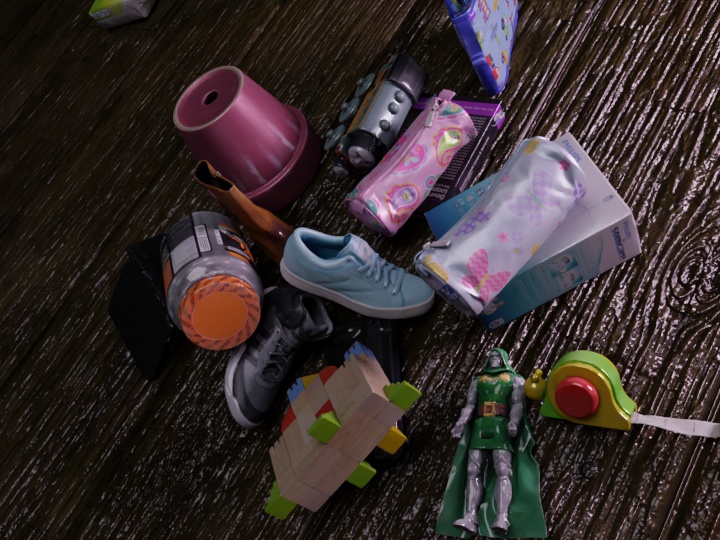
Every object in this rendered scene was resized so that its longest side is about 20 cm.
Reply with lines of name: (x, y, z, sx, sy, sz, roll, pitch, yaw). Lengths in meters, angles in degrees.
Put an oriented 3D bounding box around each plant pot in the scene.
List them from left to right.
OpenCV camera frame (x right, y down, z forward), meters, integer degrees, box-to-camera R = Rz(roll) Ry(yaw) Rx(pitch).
plant pot: (-0.188, -0.210, 1.089, 0.200, 0.179, 0.200, -15, 54, 22)

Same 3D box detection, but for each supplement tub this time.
supplement tub: (-0.196, 0.012, 0.913, 0.122, 0.123, 0.200, -37, 33, 3)

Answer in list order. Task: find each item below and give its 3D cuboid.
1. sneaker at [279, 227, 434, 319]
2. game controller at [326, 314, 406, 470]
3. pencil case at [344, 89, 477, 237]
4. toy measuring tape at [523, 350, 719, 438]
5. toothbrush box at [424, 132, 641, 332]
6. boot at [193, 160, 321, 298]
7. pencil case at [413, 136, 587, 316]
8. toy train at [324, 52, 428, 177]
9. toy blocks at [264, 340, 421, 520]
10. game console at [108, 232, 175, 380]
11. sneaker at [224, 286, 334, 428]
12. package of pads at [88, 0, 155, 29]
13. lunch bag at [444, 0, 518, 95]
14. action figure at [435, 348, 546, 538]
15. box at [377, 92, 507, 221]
sneaker: (0.000, 0.000, 0.850, 0.199, 0.082, 0.074, 13, 48, -2)
game controller: (0.003, 0.145, 0.840, 0.104, 0.042, 0.200, -26, 48, 32)
pencil case: (0.067, -0.139, 0.911, 0.087, 0.087, 0.200, 34, 82, 41)
toy measuring tape: (0.257, 0.117, 0.680, 0.200, 0.074, 0.074, 2, 61, 32)
toothbrush box: (0.198, -0.045, 0.816, 0.200, 0.085, 0.147, -31, 50, 10)
boot: (-0.115, -0.059, 0.930, 0.068, 0.200, 0.188, -44, 49, -6)
pencil case: (0.147, -0.046, 0.733, 0.091, 0.083, 0.200, 43, 84, 5)
toy train: (0.023, -0.228, 1.019, 0.114, 0.085, 0.200, -13, 45, 60)
toy blocks: (-0.037, 0.163, 0.779, 0.200, 0.100, 0.137, -50, 29, 8)
game console: (-0.296, 0.042, 1.089, 0.176, 0.117, 0.200, -23, 44, -25)
sneaker: (-0.101, 0.099, 0.885, 0.114, 0.075, 0.200, -18, 47, 39)
package of pads: (-0.558, -0.692, 1.701, 0.154, 0.068, 0.200, -2, 60, 31)
lunch bag: (0.173, -0.363, 1.000, 0.094, 0.151, 0.200, -13, 54, 23)
action figure: (0.138, 0.173, 0.730, 0.118, 0.055, 0.200, -9, 52, 29)
box: (0.103, -0.162, 0.984, 0.143, 0.036, 0.200, 17, 68, 38)
